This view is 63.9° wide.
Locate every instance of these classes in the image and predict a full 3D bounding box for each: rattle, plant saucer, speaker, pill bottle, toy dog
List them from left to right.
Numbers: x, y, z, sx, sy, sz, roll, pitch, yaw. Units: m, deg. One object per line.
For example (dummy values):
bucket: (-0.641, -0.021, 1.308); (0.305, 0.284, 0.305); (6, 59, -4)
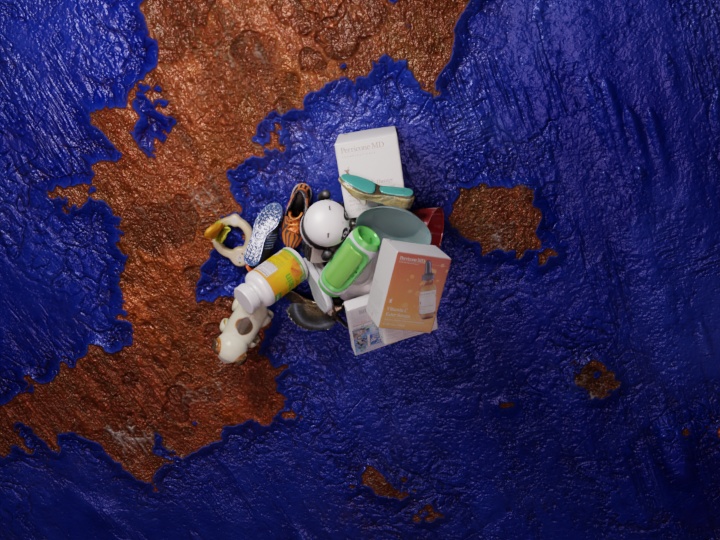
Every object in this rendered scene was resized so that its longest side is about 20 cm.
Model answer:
rattle: (-0.355, -0.056, 1.671); (0.129, 0.143, 0.201); (-25, 103, -9)
toy dog: (-0.349, 0.184, 1.710); (0.139, 0.193, 0.201); (35, 71, -20)
pill bottle: (-0.255, 0.031, 1.635); (0.200, 0.111, 0.112); (-38, 113, -30)
speaker: (-0.031, -0.021, 1.504); (0.088, 0.089, 0.200); (32, 123, -11)
plant saucer: (0.088, -0.111, 1.481); (0.199, 0.039, 0.202); (13, 150, 8)

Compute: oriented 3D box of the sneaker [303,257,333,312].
sneaker: (-0.109, 0.032, 1.671); (0.070, 0.201, 0.073); (-10, 142, -23)

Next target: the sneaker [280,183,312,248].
sneaker: (-0.191, -0.144, 1.639); (0.077, 0.112, 0.202); (11, 112, -2)

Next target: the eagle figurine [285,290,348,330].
eagle figurine: (-0.123, 0.110, 1.729); (0.198, 0.152, 0.152); (-15, 69, -8)

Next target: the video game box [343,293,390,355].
video game box: (0.062, 0.133, 1.602); (0.198, 0.047, 0.183); (-17, 129, -10)

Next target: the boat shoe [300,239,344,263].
boat shoe: (-0.081, -0.065, 1.698); (0.198, 0.093, 0.075); (1, 110, -29)

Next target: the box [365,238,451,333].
box: (0.116, 0.038, 1.438); (0.151, 0.106, 0.202); (6, 108, -19)

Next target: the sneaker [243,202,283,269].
sneaker: (-0.278, -0.098, 1.678); (0.070, 0.078, 0.201); (24, 82, 9)

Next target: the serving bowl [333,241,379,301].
serving bowl: (0.000, 0.000, 1.598); (0.198, 0.066, 0.202); (-1, 88, 16)

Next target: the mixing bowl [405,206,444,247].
mixing bowl: (0.153, -0.090, 1.626); (0.107, 0.200, 0.202); (14, 114, 21)

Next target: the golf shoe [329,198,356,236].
golf shoe: (-0.033, -0.130, 1.669); (0.199, 0.078, 0.095); (26, 122, -1)

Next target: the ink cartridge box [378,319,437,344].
ink cartridge box: (0.120, 0.083, 1.541); (0.159, 0.050, 0.202); (-14, 112, -13)

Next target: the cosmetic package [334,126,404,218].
cosmetic package: (0.030, -0.267, 1.554); (0.166, 0.167, 0.202); (-8, 111, 5)

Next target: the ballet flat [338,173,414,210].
ballet flat: (0.037, -0.189, 1.464); (0.198, 0.071, 0.071); (12, 112, -3)

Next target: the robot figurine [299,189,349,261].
robot figurine: (-0.094, -0.118, 1.529); (0.125, 0.200, 0.151); (-42, 96, -10)
